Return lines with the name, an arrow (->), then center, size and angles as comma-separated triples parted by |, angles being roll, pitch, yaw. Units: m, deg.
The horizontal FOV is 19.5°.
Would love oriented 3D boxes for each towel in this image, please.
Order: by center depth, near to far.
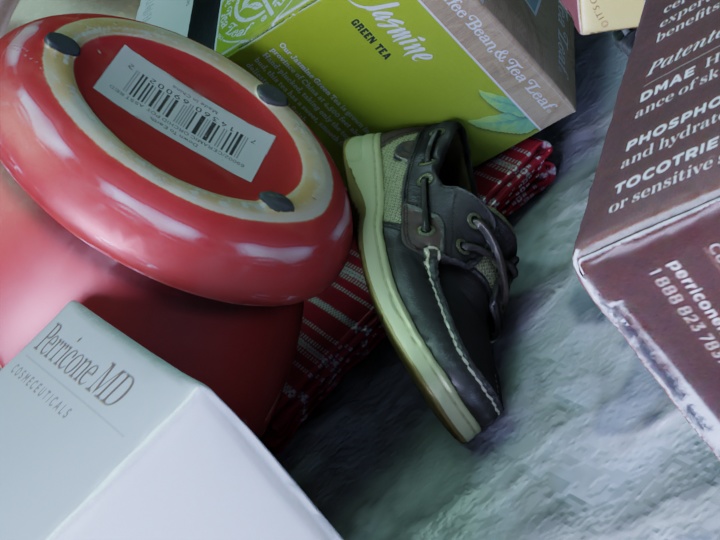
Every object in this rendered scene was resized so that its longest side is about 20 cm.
towel -> 0.000, 0.000, 1.052 | 0.200, 0.023, 0.144 | -45, 23, -8

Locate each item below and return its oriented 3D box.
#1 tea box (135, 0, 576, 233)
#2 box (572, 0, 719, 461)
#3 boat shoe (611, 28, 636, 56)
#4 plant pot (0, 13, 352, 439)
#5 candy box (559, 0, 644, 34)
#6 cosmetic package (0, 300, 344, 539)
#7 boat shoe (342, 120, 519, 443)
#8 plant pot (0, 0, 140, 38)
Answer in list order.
tea box -> -0.003, -0.142, 1.074 | 0.196, 0.134, 0.201 | -28, 37, 27
box -> 0.188, -0.035, 0.628 | 0.164, 0.166, 0.201 | -26, 27, 34
boat shoe -> 0.155, -0.079, 0.907 | 0.071, 0.072, 0.200 | -52, 15, 18
plant pot -> -0.115, 0.003, 0.918 | 0.183, 0.199, 0.201 | -57, 13, 29
candy box -> 0.175, -0.152, 0.881 | 0.198, 0.057, 0.117 | -9, 25, -3
cosmetic package -> -0.103, 0.149, 0.761 | 0.200, 0.167, 0.167 | -44, 23, -11
boat shoe -> 0.037, -0.008, 0.926 | 0.064, 0.073, 0.201 | -26, 39, 8
plant pot -> -0.130, -0.112, 1.281 | 0.174, 0.201, 0.200 | 22, 64, 47
